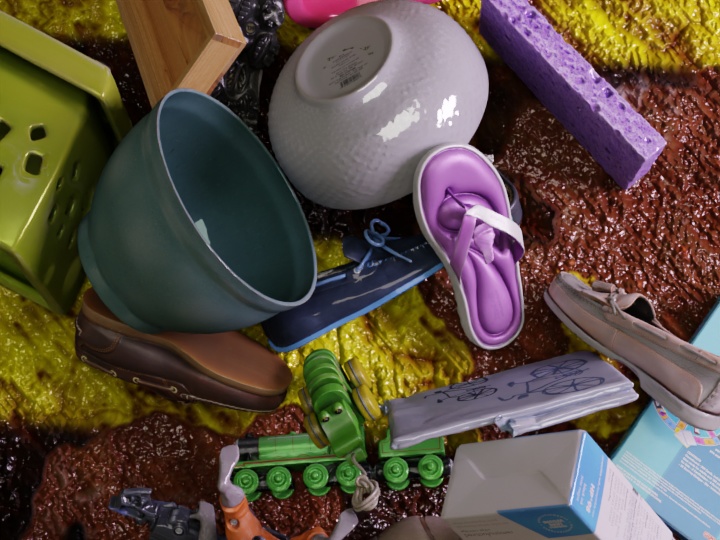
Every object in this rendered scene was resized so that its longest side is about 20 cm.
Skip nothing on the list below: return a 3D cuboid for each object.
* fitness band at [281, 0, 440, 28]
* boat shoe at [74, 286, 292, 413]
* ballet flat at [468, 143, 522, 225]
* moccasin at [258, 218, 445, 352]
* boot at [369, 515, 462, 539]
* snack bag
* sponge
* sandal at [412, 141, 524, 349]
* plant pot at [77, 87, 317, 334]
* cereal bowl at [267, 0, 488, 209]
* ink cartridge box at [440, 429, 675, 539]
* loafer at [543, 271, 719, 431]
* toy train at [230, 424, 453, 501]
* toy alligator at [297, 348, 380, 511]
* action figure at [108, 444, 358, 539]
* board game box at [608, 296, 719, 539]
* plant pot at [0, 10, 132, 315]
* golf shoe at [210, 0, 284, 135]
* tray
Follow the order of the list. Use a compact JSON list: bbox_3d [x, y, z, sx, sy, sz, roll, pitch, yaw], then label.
[{"bbox_3d":[0.027,-0.259,1.245,0.198,0.144,0.038,-14,80,0],"label":"fitness band"},{"bbox_3d":[-0.156,0.080,1.238,0.198,0.070,0.071,23,119,10],"label":"boat shoe"},{"bbox_3d":[0.065,-0.106,1.254,0.200,0.073,0.073,44,84,10],"label":"ballet flat"},{"bbox_3d":[0.000,0.000,1.230,0.198,0.080,0.069,-28,90,-3],"label":"moccasin"},{"bbox_3d":[0.076,0.302,1.186,0.145,0.070,0.202,-16,78,6],"label":"boot"},{"bbox_3d":[0.113,0.107,1.155,0.198,0.189,0.022,-14,95,0],"label":"snack bag"},{"bbox_3d":[0.179,-0.160,1.236,0.030,0.112,0.200,-41,81,-4],"label":"sponge"},{"bbox_3d":[0.105,-0.018,1.189,0.082,0.050,0.204,-33,124,-15],"label":"sandal"},{"bbox_3d":[-0.148,-0.029,1.179,0.133,0.200,0.202,-31,78,23],"label":"plant pot"},{"bbox_3d":[0.004,-0.156,1.212,0.198,0.083,0.202,-16,50,20],"label":"cereal bowl"},{"bbox_3d":[0.165,0.210,1.111,0.115,0.200,0.067,-13,45,35],"label":"ink cartridge box"},{"bbox_3d":[0.236,0.051,1.181,0.200,0.071,0.063,44,116,39],"label":"loafer"},{"bbox_3d":[-0.020,0.162,1.225,0.197,0.042,0.057,-4,70,2],"label":"toy train"},{"bbox_3d":[-0.020,0.115,1.162,0.059,0.201,0.054,-30,120,7],"label":"toy alligator"},{"bbox_3d":[-0.112,0.230,1.149,0.198,0.195,0.105,19,41,-6],"label":"action figure"},{"bbox_3d":[0.317,0.137,1.207,0.150,0.047,0.201,36,83,9],"label":"board game box"},{"bbox_3d":[-0.306,-0.104,1.213,0.198,0.200,0.183,28,76,8],"label":"plant pot"},{"bbox_3d":[-0.126,-0.166,1.280,0.077,0.095,0.202,19,105,-26],"label":"golf shoe"},{"bbox_3d":[-0.164,-0.232,1.242,0.099,0.037,0.201,-48,47,31],"label":"tray"}]
